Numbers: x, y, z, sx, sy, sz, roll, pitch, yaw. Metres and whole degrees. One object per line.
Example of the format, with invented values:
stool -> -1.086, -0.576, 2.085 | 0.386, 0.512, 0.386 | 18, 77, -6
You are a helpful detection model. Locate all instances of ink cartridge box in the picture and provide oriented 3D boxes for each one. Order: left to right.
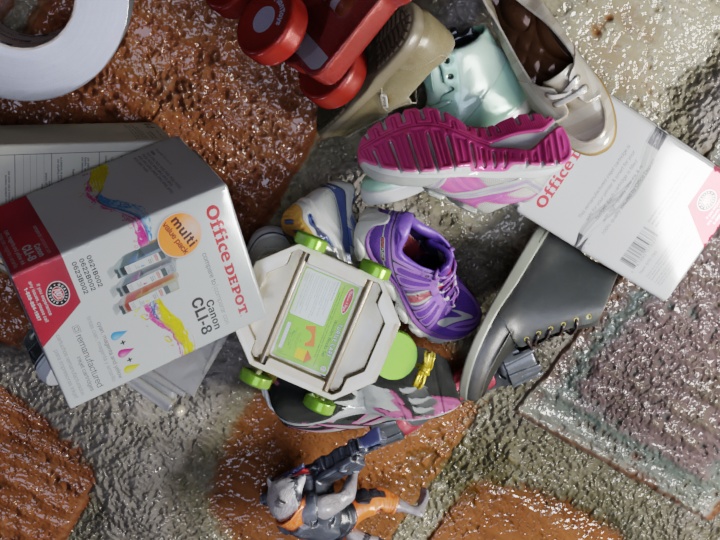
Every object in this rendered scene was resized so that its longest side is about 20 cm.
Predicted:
ink cartridge box -> -0.210, -0.005, 1.018 | 0.198, 0.145, 0.147 | -25, 123, -17
ink cartridge box -> 0.266, -0.086, 1.156 | 0.199, 0.084, 0.146 | 30, 106, -15

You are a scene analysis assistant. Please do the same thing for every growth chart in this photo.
growth chart -> -0.192, 0.049, 1.170 | 0.144, 0.018, 0.201 | 40, 107, 14

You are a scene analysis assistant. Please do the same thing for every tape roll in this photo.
tape roll -> -0.310, -0.263, 1.039 | 0.197, 0.066, 0.203 | -2, 111, -5

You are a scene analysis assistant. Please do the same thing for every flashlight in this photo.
flashlight -> 0.100, 0.126, 1.233 | 0.198, 0.068, 0.068 | -23, 117, 5

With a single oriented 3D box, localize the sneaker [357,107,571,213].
sneaker -> 0.094, -0.093, 1.059 | 0.197, 0.082, 0.089 | 3, 142, -4

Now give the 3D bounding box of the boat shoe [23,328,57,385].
boat shoe -> -0.279, 0.028, 1.152 | 0.200, 0.072, 0.071 | -46, 75, 11

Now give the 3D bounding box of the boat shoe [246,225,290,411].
boat shoe -> -0.088, 0.060, 1.177 | 0.074, 0.086, 0.204 | -1, 112, -5

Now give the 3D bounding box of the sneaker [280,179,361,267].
sneaker -> 0.000, 0.000, 1.166 | 0.088, 0.075, 0.201 | -39, 121, -22

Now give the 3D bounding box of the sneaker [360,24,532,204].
sneaker -> 0.062, -0.159, 1.111 | 0.199, 0.074, 0.119 | -36, 118, -2

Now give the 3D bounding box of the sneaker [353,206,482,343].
sneaker -> 0.071, 0.010, 1.147 | 0.200, 0.083, 0.081 | 43, 58, -40

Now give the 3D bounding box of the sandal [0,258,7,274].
sandal -> -0.396, -0.057, 1.110 | 0.199, 0.080, 0.054 | 33, 90, -18

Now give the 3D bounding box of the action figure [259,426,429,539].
action figure -> -0.014, 0.257, 1.233 | 0.192, 0.106, 0.200 | 20, 138, -30

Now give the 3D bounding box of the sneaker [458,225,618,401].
sneaker -> 0.184, 0.062, 1.169 | 0.105, 0.075, 0.202 | 28, 87, 11

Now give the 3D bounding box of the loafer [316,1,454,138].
loafer -> 0.019, -0.176, 1.059 | 0.067, 0.200, 0.077 | 14, 66, -25

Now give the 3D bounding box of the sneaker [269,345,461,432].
sneaker -> 0.003, 0.128, 1.171 | 0.197, 0.086, 0.081 | 0, 69, -8

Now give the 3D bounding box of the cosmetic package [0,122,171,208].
cosmetic package -> -0.283, -0.083, 1.075 | 0.198, 0.073, 0.105 | -4, 113, -26

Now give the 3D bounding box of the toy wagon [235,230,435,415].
toy wagon -> -0.023, 0.060, 1.096 | 0.198, 0.040, 0.157 | 23, 95, -6

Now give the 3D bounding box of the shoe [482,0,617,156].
shoe -> 0.174, -0.195, 1.068 | 0.070, 0.053, 0.201 | -36, 77, 25

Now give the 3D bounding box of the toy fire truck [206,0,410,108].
toy fire truck -> -0.036, -0.259, 1.006 | 0.168, 0.201, 0.112 | -47, 139, 13
